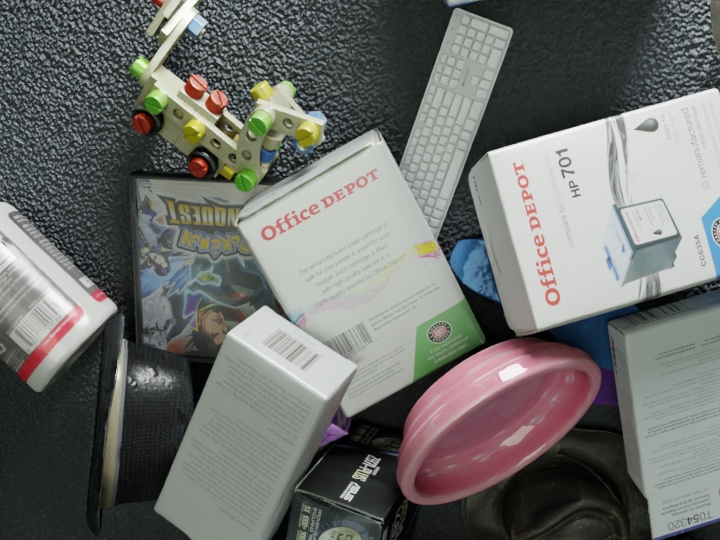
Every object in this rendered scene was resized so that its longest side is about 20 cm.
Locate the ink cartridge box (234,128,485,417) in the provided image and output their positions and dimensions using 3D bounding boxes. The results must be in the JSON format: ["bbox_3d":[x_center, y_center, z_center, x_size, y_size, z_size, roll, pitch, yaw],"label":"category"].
[{"bbox_3d":[0.000,0.000,0.836,0.144,0.088,0.202,-28,106,5],"label":"ink cartridge box"}]

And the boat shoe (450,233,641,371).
[{"bbox_3d":[0.173,0.017,0.847,0.198,0.069,0.085,34,97,-5],"label":"boat shoe"}]

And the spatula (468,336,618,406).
[{"bbox_3d":[0.168,0.086,0.888,0.196,0.021,0.057,14,117,8],"label":"spatula"}]

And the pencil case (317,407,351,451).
[{"bbox_3d":[-0.095,0.172,0.905,0.083,0.086,0.200,31,118,-30],"label":"pencil case"}]

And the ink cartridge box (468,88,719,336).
[{"bbox_3d":[0.205,-0.045,0.773,0.196,0.086,0.149,-16,87,-7],"label":"ink cartridge box"}]

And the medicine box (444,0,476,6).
[{"bbox_3d":[0.144,-0.321,0.738,0.196,0.103,0.186,-10,104,11],"label":"medicine box"}]

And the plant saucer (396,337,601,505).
[{"bbox_3d":[0.113,0.125,0.820,0.200,0.200,0.051,-42,57,16],"label":"plant saucer"}]

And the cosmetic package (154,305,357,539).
[{"bbox_3d":[-0.091,0.146,0.811,0.100,0.071,0.202,32,116,11],"label":"cosmetic package"}]

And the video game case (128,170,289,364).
[{"bbox_3d":[-0.122,0.002,0.906,0.196,0.026,0.185,3,106,7],"label":"video game case"}]

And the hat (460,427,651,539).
[{"bbox_3d":[0.192,0.245,0.898,0.196,0.081,0.205,2,107,8],"label":"hat"}]

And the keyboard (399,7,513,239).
[{"bbox_3d":[0.076,-0.127,0.850,0.055,0.011,0.203,20,107,2],"label":"keyboard"}]

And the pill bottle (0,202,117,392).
[{"bbox_3d":[-0.336,0.008,0.894,0.200,0.111,0.111,44,107,-5],"label":"pill bottle"}]

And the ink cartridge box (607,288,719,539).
[{"bbox_3d":[0.324,0.116,0.835,0.193,0.043,0.204,-14,109,-7],"label":"ink cartridge box"}]

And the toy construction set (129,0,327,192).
[{"bbox_3d":[-0.127,-0.153,0.829,0.200,0.092,0.131,48,131,2],"label":"toy construction set"}]

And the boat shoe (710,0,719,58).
[{"bbox_3d":[0.348,-0.146,0.775,0.059,0.072,0.202,-28,104,8],"label":"boat shoe"}]

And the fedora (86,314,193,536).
[{"bbox_3d":[-0.201,0.145,0.881,0.090,0.201,0.205,5,107,-14],"label":"fedora"}]

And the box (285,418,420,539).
[{"bbox_3d":[-0.010,0.269,0.885,0.085,0.164,0.204,16,107,16],"label":"box"}]

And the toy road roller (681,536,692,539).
[{"bbox_3d":[0.331,0.363,0.870,0.199,0.146,0.123,36,107,-10],"label":"toy road roller"}]
